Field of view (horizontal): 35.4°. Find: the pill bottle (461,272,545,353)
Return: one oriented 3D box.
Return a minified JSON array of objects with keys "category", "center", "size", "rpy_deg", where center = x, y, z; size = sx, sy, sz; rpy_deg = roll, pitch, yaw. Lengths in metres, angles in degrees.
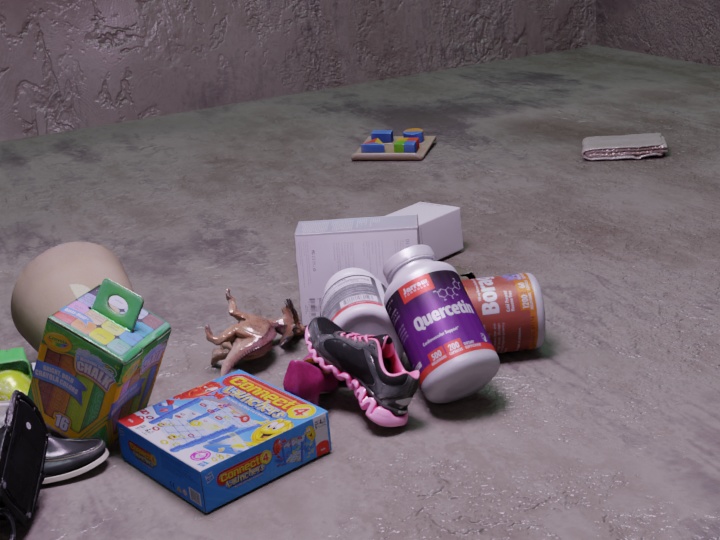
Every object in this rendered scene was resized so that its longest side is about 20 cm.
[{"category":"pill bottle","center":[0.162,0.069,1.641],"size":[0.197,0.114,0.112],"rpy_deg":[-7,19,-5]}]

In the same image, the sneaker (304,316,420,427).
[{"category":"sneaker","center":[0.007,0.112,1.487],"size":[0.078,0.096,0.200],"rpy_deg":[-4,38,-49]}]

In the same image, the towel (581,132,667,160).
[{"category":"towel","center":[0.623,-0.293,2.666],"size":[0.197,0.035,0.133],"rpy_deg":[-2,18,12]}]

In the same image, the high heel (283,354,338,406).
[{"category":"high heel","center":[-0.072,0.130,1.546],"size":[0.066,0.097,0.200],"rpy_deg":[-1,20,11]}]

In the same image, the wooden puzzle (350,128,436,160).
[{"category":"wooden puzzle","center":[0.085,-0.322,2.852],"size":[0.182,0.047,0.200],"rpy_deg":[1,20,16]}]

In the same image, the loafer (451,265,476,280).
[{"category":"loafer","center":[0.147,0.034,1.797],"size":[0.069,0.076,0.200],"rpy_deg":[-4,19,14]}]

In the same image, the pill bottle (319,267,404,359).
[{"category":"pill bottle","center":[-0.001,0.073,1.664],"size":[0.114,0.118,0.200],"rpy_deg":[-6,19,-4]}]

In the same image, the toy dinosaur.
[{"category":"toy dinosaur","center":[-0.153,0.098,1.688],"size":[0.133,0.087,0.200],"rpy_deg":[6,27,10]}]

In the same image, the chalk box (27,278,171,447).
[{"category":"chalk box","center":[-0.336,0.110,1.465],"size":[0.123,0.202,0.124],"rpy_deg":[27,28,11]}]

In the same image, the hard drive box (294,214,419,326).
[{"category":"hard drive box","center":[0.000,0.000,1.808],"size":[0.197,0.158,0.077],"rpy_deg":[-2,18,4]}]

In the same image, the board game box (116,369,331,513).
[{"category":"board game box","center":[-0.172,0.207,1.416],"size":[0.194,0.057,0.199],"rpy_deg":[-21,25,-37]}]

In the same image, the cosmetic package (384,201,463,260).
[{"category":"cosmetic package","center":[0.086,-0.056,2.050],"size":[0.107,0.086,0.199],"rpy_deg":[10,25,42]}]

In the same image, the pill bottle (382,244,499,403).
[{"category":"pill bottle","center":[0.101,0.069,1.520],"size":[0.111,0.113,0.202],"rpy_deg":[-13,62,-23]}]

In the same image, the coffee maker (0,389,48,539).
[{"category":"coffee maker","center":[-0.479,0.234,1.283],"size":[0.197,0.136,0.193],"rpy_deg":[-7,28,7]}]

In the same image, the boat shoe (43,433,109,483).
[{"category":"boat shoe","center":[-0.416,0.226,1.407],"size":[0.197,0.069,0.072],"rpy_deg":[-4,18,-1]}]

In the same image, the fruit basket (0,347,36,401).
[{"category":"fruit basket","center":[-0.511,0.193,1.528],"size":[0.182,0.095,0.201],"rpy_deg":[-8,35,-8]}]

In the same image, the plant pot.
[{"category":"plant pot","center":[-0.397,0.086,1.661],"size":[0.185,0.190,0.200],"rpy_deg":[-15,35,-27]}]
